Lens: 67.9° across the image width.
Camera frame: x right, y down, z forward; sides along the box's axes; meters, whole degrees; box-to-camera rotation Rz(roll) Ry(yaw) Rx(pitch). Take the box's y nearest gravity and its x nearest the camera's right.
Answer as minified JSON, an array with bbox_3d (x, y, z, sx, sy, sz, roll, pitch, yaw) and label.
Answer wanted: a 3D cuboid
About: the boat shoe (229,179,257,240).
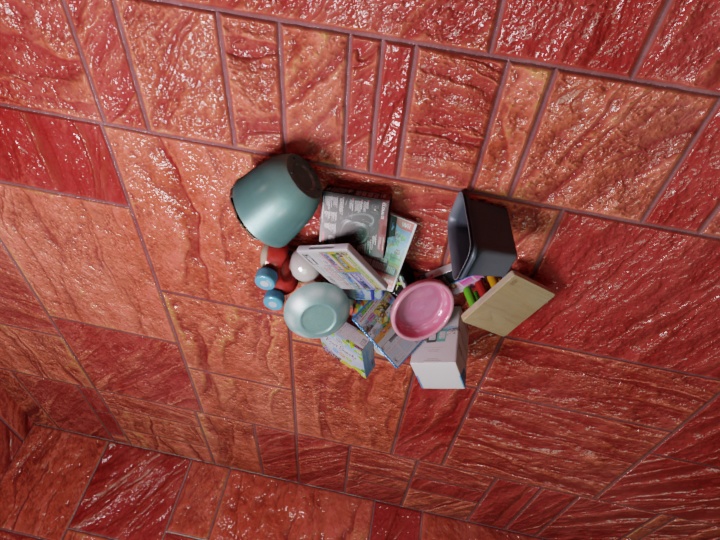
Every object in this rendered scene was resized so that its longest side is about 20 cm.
[{"bbox_3d":[-0.317,-0.152,1.481,0.068,0.072,0.203,-1,138,15],"label":"boat shoe"}]

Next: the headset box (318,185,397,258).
[{"bbox_3d":[-0.004,-0.125,1.371,0.192,0.078,0.154,7,111,6],"label":"headset box"}]

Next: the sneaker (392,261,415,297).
[{"bbox_3d":[0.124,0.054,1.584,0.080,0.073,0.203,-5,135,25],"label":"sneaker"}]

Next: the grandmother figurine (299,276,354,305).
[{"bbox_3d":[-0.102,0.060,1.672,0.196,0.062,0.121,27,166,-19],"label":"grandmother figurine"}]

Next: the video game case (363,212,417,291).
[{"bbox_3d":[0.055,-0.058,1.436,0.139,0.018,0.206,20,110,1],"label":"video game case"}]

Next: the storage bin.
[{"bbox_3d":[0.295,-0.071,1.309,0.129,0.205,0.148,8,141,-8],"label":"storage bin"}]

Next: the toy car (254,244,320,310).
[{"bbox_3d":[-0.175,-0.004,1.517,0.192,0.189,0.180,2,139,11],"label":"toy car"}]

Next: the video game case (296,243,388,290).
[{"bbox_3d":[-0.046,-0.007,1.404,0.178,0.023,0.200,1,149,39],"label":"video game case"}]

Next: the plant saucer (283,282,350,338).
[{"bbox_3d":[-0.121,0.128,1.523,0.193,0.039,0.206,-6,126,-9],"label":"plant saucer"}]

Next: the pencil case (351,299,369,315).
[{"bbox_3d":[0.066,0.131,1.663,0.194,0.090,0.090,21,140,2],"label":"pencil case"}]

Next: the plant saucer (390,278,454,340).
[{"bbox_3d":[0.173,0.106,1.538,0.193,0.051,0.206,-10,124,-15],"label":"plant saucer"}]

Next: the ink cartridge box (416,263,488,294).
[{"bbox_3d":[0.263,0.026,1.542,0.196,0.038,0.094,-22,129,37],"label":"ink cartridge box"}]

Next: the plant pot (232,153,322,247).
[{"bbox_3d":[-0.189,-0.187,1.314,0.159,0.204,0.200,-31,124,29],"label":"plant pot"}]

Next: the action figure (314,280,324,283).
[{"bbox_3d":[-0.110,0.110,1.602,0.115,0.105,0.202,17,152,2],"label":"action figure"}]

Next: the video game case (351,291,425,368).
[{"bbox_3d":[0.089,0.169,1.602,0.200,0.143,0.018,46,167,10],"label":"video game case"}]

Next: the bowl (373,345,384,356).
[{"bbox_3d":[0.092,0.219,1.762,0.193,0.096,0.204,8,138,7],"label":"bowl"}]

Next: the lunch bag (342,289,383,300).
[{"bbox_3d":[0.000,0.000,1.554,0.155,0.084,0.203,5,140,6],"label":"lunch bag"}]

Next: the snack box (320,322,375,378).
[{"bbox_3d":[-0.047,0.248,1.796,0.196,0.068,0.172,28,147,27],"label":"snack box"}]

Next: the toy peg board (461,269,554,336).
[{"bbox_3d":[0.396,0.066,1.490,0.196,0.100,0.200,19,127,-36],"label":"toy peg board"}]

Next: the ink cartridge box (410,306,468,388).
[{"bbox_3d":[0.250,0.237,1.653,0.141,0.204,0.149,-5,137,23],"label":"ink cartridge box"}]
